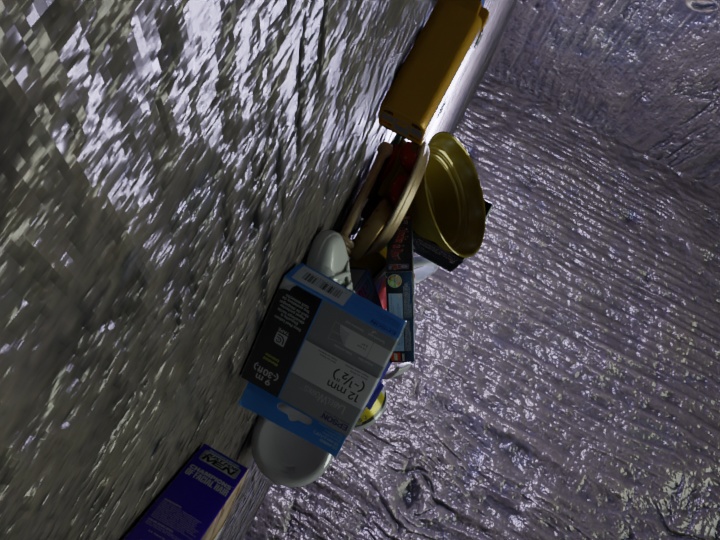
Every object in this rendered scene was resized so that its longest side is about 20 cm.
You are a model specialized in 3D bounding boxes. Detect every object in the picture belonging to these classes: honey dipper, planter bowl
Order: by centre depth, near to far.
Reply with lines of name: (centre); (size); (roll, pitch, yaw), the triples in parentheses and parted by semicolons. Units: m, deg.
honey dipper: (-0.002, -0.089, 0.947); (0.038, 0.037, 0.202); (106, 8, -72)
planter bowl: (0.121, -0.114, 1.126); (0.082, 0.202, 0.201); (-11, -148, 35)

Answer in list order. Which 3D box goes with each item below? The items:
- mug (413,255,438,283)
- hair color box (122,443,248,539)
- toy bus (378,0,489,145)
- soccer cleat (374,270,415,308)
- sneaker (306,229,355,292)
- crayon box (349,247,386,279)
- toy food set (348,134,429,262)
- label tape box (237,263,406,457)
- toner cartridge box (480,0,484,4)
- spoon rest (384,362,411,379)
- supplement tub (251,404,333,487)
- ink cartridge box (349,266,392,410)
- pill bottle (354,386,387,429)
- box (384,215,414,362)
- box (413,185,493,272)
mug: (0.066, 0.013, 1.431); (0.176, 0.197, 0.150); (87, -14, -71)
hair color box: (-0.187, 0.273, 0.688); (0.111, 0.064, 0.200); (-65, 177, 18)
toy bus: (0.093, -0.256, 0.858); (0.202, 0.064, 0.078); (-62, 175, -12)
soccer cleat: (0.025, 0.043, 1.201); (0.201, 0.076, 0.067); (-56, 135, -30)
sneaker: (-0.017, 0.052, 0.847); (0.072, 0.084, 0.204); (-21, 114, -52)
crayon box: (0.000, 0.000, 1.193); (0.126, 0.052, 0.200); (-46, -179, 15)
toy food set: (0.039, -0.110, 1.016); (0.202, 0.048, 0.198); (-63, -172, 14)
label tape box: (-0.054, 0.116, 0.796); (0.202, 0.142, 0.066); (-64, 176, 18)
toner cartridge box: (0.114, -0.299, 1.004); (0.202, 0.043, 0.095); (-64, 175, 11)
spoon rest: (0.002, 0.119, 1.237); (0.099, 0.200, 0.061); (-6, 136, -52)
supplement tub: (-0.110, 0.295, 1.242); (0.147, 0.143, 0.200); (-62, 176, -5)
ink cartridge box: (-0.019, 0.113, 1.003); (0.137, 0.075, 0.202); (-54, 139, -37)
pill bottle: (-0.032, 0.197, 1.307); (0.112, 0.110, 0.201); (-59, 136, -35)
box: (0.059, 0.020, 1.015); (0.201, 0.037, 0.139); (-81, 168, -64)
box: (0.120, -0.100, 1.288); (0.119, 0.195, 0.200); (-61, 176, -4)
